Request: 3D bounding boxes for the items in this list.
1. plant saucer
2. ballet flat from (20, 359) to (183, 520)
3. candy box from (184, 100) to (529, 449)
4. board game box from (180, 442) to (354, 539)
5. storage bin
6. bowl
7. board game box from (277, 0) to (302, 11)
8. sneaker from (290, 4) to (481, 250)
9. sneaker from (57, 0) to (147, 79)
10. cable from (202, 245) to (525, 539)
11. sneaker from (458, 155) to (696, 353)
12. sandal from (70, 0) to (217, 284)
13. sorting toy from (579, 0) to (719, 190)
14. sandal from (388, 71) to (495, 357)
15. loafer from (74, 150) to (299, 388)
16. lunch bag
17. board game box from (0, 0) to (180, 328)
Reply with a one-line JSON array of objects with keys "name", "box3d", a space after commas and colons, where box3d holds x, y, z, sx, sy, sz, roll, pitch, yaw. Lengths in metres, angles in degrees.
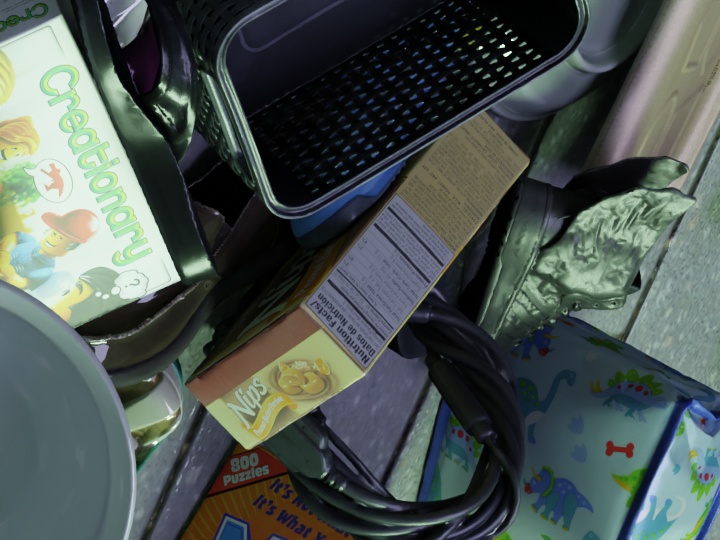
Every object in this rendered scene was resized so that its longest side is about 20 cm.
[{"name": "plant saucer", "box3d": [0.141, -0.176, 1.712, 0.200, 0.050, 0.200, -33, 138, -36]}, {"name": "ballet flat", "box3d": [-0.130, 0.088, 1.462, 0.067, 0.070, 0.200, 57, 43, -21]}, {"name": "candy box", "box3d": [0.000, 0.000, 1.540, 0.115, 0.055, 0.200, -35, -168, 47]}, {"name": "board game box", "box3d": [-0.004, 0.252, 1.688, 0.200, 0.200, 0.200, -60, 148, -3]}, {"name": "storage bin", "box3d": [0.003, -0.137, 1.435, 0.200, 0.094, 0.135, -31, 135, -12]}, {"name": "bowl", "box3d": [-0.201, 0.089, 1.341, 0.090, 0.201, 0.201, -71, -176, -82]}, {"name": "board game box", "box3d": [0.014, -0.239, 1.501, 0.200, 0.035, 0.136, -35, 139, -36]}, {"name": "sneaker", "box3d": [0.000, -0.101, 1.541, 0.078, 0.066, 0.200, 41, 60, -19]}, {"name": "sneaker", "box3d": [-0.111, -0.174, 1.350, 0.200, 0.075, 0.089, -49, 134, -17]}, {"name": "cable", "box3d": [0.015, 0.074, 1.612, 0.163, 0.200, 0.051, -42, 173, -42]}, {"name": "sneaker", "box3d": [0.125, 0.006, 1.739, 0.060, 0.104, 0.200, -89, -166, -48]}, {"name": "sandal", "box3d": [-0.094, -0.085, 1.313, 0.048, 0.075, 0.200, -20, 127, 0]}, {"name": "sorting toy", "box3d": [0.201, -0.126, 1.809, 0.185, 0.036, 0.200, -65, 163, 11]}, {"name": "sandal", "box3d": [0.054, -0.033, 1.684, 0.075, 0.048, 0.201, -31, 137, -39]}, {"name": "loafer", "box3d": [-0.106, -0.009, 1.481, 0.200, 0.073, 0.071, -43, 140, -44]}, {"name": "lunch bag", "box3d": [0.133, 0.142, 1.828, 0.127, 0.170, 0.200, 14, 101, -54]}, {"name": "board game box", "box3d": [-0.172, -0.040, 1.341, 0.126, 0.035, 0.200, -25, 140, -3]}]
